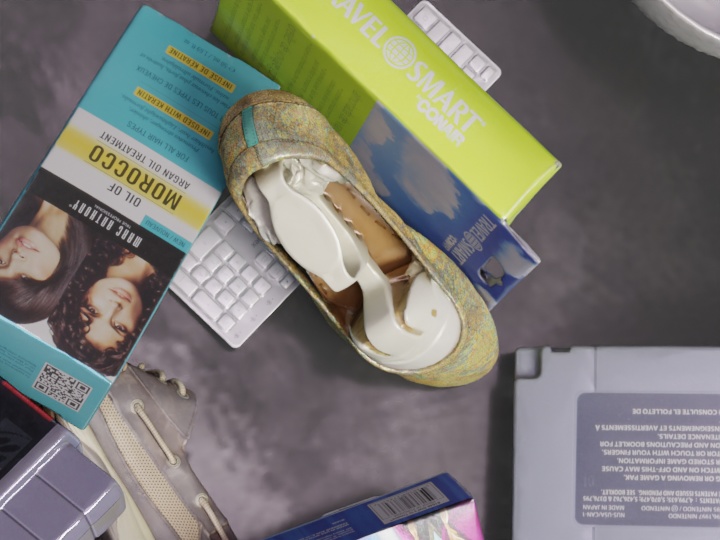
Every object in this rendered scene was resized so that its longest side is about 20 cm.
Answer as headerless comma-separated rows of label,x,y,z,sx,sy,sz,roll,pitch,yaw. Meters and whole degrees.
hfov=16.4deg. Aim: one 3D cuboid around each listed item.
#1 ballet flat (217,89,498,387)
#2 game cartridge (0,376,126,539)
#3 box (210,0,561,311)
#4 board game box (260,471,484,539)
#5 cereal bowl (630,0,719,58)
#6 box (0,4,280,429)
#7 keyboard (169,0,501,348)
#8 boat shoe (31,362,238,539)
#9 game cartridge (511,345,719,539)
ballet flat,0.000,0.000,1.194,0.071,0.071,0.200,-46,119,-13
game cartridge,-0.212,0.082,1.084,0.200,0.038,0.130,35,73,26
box,0.016,-0.075,1.203,0.200,0.122,0.048,45,76,3
board game box,-0.021,0.221,1.173,0.200,0.043,0.199,-19,110,-12
cereal bowl,0.204,-0.199,1.283,0.200,0.083,0.200,1,83,-10
box,-0.117,-0.029,1.178,0.082,0.049,0.200,31,53,-5
keyboard,-0.015,-0.050,1.261,0.056,0.011,0.200,44,77,-3
boat shoe,-0.117,0.082,1.202,0.073,0.074,0.200,-25,90,-30
game cartridge,0.174,0.104,1.232,0.200,0.042,0.133,0,82,9
